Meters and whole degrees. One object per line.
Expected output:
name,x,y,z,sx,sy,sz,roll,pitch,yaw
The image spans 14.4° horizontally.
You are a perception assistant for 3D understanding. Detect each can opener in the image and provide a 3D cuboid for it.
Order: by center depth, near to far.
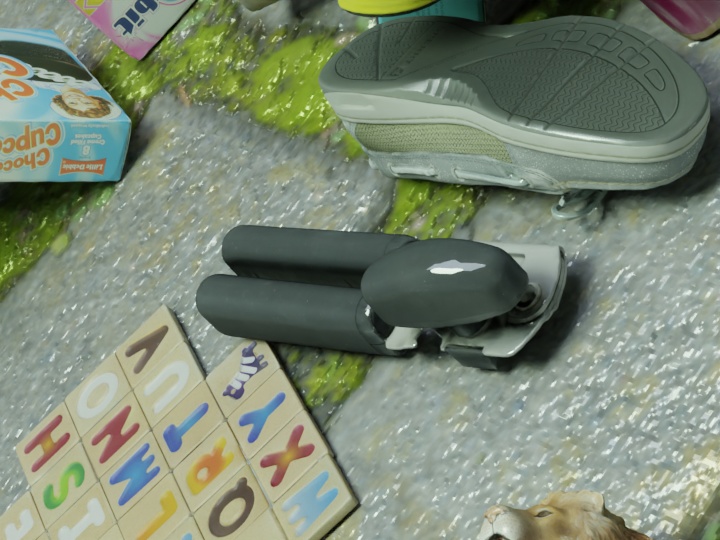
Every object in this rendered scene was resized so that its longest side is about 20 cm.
can opener,0.000,0.000,1.176,0.199,0.067,0.054,5,60,45

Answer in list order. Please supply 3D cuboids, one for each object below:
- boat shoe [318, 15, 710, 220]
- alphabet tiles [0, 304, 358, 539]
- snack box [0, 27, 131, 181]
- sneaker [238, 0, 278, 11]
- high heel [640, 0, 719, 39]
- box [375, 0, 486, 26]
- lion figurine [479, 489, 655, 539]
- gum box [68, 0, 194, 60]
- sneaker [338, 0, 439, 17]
boat shoe,0.067,-0.060,1.176,0.201,0.065,0.074,9,45,44
alphabet tiles,-0.093,0.099,1.236,0.167,0.008,0.200,-44,36,8
snack box,-0.225,-0.083,1.396,0.116,0.199,0.037,47,131,50
sneaker,-0.022,-0.211,1.407,0.080,0.071,0.201,-18,45,20
high heel,0.080,-0.162,1.217,0.067,0.096,0.200,-46,35,4
box,0.014,-0.200,1.292,0.049,0.082,0.201,-10,55,-2
lion figurine,0.126,0.118,0.942,0.199,0.073,0.123,-7,38,26
gum box,-0.166,-0.202,1.504,0.066,0.113,0.200,-47,35,2
sneaker,0.037,-0.200,1.182,0.074,0.085,0.201,7,57,24
